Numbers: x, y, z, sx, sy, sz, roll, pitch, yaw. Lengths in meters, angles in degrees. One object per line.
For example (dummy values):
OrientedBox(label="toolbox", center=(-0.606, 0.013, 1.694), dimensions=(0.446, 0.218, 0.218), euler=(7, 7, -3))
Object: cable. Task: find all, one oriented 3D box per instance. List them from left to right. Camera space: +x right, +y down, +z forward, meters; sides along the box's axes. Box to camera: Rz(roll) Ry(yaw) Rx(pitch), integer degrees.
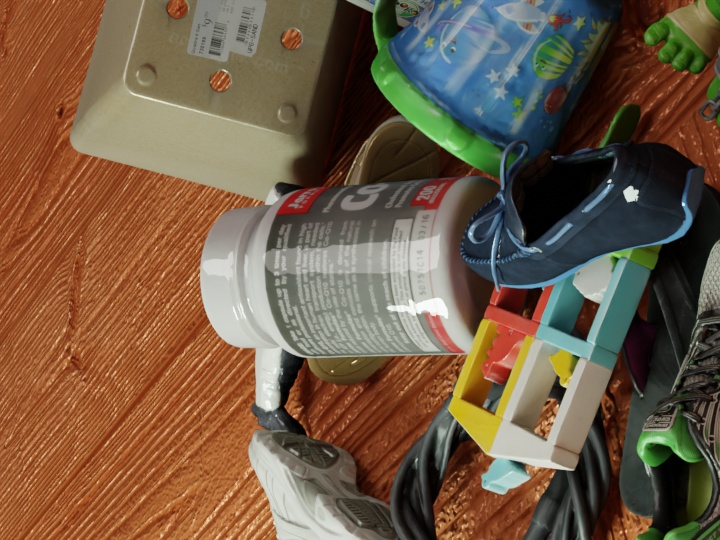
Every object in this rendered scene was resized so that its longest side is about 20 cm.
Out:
OrientedBox(label="cable", center=(0.088, 0.136, 1.254), dimensions=(0.200, 0.051, 0.164), euler=(-44, 46, 34))

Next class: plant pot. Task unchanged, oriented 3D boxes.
OrientedBox(label="plant pot", center=(-0.098, -0.169, 1.494), dimensions=(0.177, 0.199, 0.201), euler=(167, 118, -82))

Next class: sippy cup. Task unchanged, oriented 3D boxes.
OrientedBox(label="sippy cup", center=(0.097, -0.146, 1.285), dimensions=(0.131, 0.177, 0.140), euler=(-54, 11, 21))

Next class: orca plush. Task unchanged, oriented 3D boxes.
OrientedBox(label="orca plush", center=(-0.036, 0.029, 1.482), dimensions=(0.105, 0.071, 0.201), euler=(-142, 50, -68))

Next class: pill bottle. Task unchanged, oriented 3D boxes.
OrientedBox(label="pill bottle", center=(0.000, 0.000, 1.324), dimensions=(0.199, 0.114, 0.115), euler=(-3, 72, 32))

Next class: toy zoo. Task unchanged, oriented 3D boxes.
OrientedBox(label="toy zoo", center=(0.112, 0.036, 1.184), dimensions=(0.131, 0.020, 0.201), euler=(23, 91, 64))

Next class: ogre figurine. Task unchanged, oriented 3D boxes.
OrientedBox(label="ogre figurine", center=(0.218, -0.197, 1.154), dimensions=(0.120, 0.098, 0.201), euler=(124, 165, -59))

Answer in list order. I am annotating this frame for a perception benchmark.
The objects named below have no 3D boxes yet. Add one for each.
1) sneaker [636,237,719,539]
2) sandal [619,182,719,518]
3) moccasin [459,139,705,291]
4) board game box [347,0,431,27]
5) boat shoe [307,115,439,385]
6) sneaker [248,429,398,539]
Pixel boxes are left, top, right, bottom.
OrientedBox(label="sneaker", center=(0.195, 0.072, 1.064), dimensions=(0.078, 0.085, 0.201), euler=(-16, 62, 55))
OrientedBox(label="sandal", center=(0.175, 0.040, 1.146), dimensions=(0.075, 0.048, 0.202), euler=(-14, 64, 56))
OrientedBox(label="moccasin", center=(0.112, -0.044, 1.141), dimensions=(0.200, 0.068, 0.081), euler=(-25, 48, 55))
OrientedBox(label="board game box", center=(0.046, -0.243, 1.346), dimensions=(0.196, 0.199, 0.056), euler=(-28, 48, 50))
OrientedBox(label="boat shoe", center=(0.011, -0.016, 1.433), dimensions=(0.069, 0.073, 0.201), euler=(-91, 19, -71))
OrientedBox(label="sneaker", center=(-0.037, 0.182, 1.404), dimensions=(0.200, 0.078, 0.100), euler=(45, 119, 58))
